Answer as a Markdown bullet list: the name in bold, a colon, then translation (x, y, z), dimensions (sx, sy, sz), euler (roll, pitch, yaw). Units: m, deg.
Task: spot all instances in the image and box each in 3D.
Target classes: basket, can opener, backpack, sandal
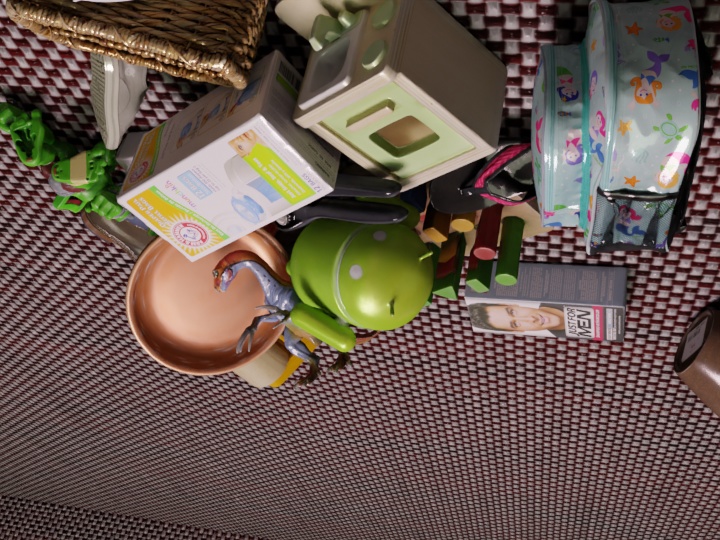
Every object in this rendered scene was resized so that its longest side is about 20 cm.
- **basket**: translation (-0.193, -0.217, 0.825), dimensions (0.199, 0.150, 0.143), euler (14, 151, -4)
- **can opener**: translation (-0.032, -0.077, 0.942), dimensions (0.200, 0.079, 0.064), euler (4, 131, 48)
- **backpack**: translation (0.222, -0.130, 0.786), dimensions (0.150, 0.178, 0.200), euler (4, 147, 5)
- **sandal**: translation (0.164, -0.101, 0.938), dimensions (0.199, 0.045, 0.075), euler (-13, 121, 13)

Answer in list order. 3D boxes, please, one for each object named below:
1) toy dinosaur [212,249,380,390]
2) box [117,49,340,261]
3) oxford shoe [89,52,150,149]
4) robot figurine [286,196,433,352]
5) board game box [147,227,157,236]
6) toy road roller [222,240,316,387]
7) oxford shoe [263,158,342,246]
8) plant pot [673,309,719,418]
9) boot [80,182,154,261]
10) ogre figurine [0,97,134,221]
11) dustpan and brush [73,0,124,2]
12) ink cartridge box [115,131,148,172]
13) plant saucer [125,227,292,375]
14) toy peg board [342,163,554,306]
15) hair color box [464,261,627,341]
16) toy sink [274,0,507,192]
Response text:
- **toy dinosaur**: translation (-0.090, 0.047, 1.080), dimensions (0.105, 0.200, 0.182), euler (-23, 98, 30)
- **box**: translation (-0.128, -0.109, 0.920), dimensions (0.199, 0.102, 0.112), euler (-23, 130, 30)
- **oxford shoe**: translation (-0.257, -0.191, 0.989), dimensions (0.058, 0.075, 0.200), euler (-19, 165, -24)
- **robot figurine**: translation (0.000, 0.000, 0.998), dimensions (0.116, 0.176, 0.200), euler (37, 168, -31)
- **board game box**: translation (-0.164, -0.104, 1.058), dimensions (0.101, 0.048, 0.200), euler (14, 140, -25)
- **toy road roller**: translation (-0.121, 0.039, 1.224), dimensions (0.146, 0.200, 0.123), euler (36, 173, 47)
- **oxford shoe**: translation (-0.075, -0.085, 1.098), dimensions (0.072, 0.071, 0.200), euler (-2, 155, -42)
- **plant pot**: translation (0.511, 0.135, 1.169), dimensions (0.199, 0.187, 0.187), euler (27, 151, 3)
- **boot**: translation (-0.271, -0.049, 1.234), dimensions (0.199, 0.075, 0.097), euler (28, 151, -22)
- **ogre figurine**: translation (-0.342, -0.120, 1.096), dimensions (0.199, 0.099, 0.120), euler (19, 172, 11)
- **dustpan and brush**: translation (-0.139, -0.284, 0.747), dimensions (0.199, 0.140, 0.057), euler (-3, 171, -28)
- **ink cartridge box**: translation (-0.169, -0.107, 1.117), dimensions (0.199, 0.057, 0.163), euler (4, 151, 24)
- **plant saucer**: translation (-0.176, 0.026, 1.082), dimensions (0.200, 0.201, 0.037), euler (29, -172, -28)
- **toy peg board**: translation (0.086, -0.047, 1.069), dimensions (0.200, 0.098, 0.199), euler (-17, 140, 42)
- **hair color box**: translation (0.242, 0.040, 1.199), dimensions (0.199, 0.061, 0.099), euler (4, 150, 18)
- **toy sink**: translation (0.020, -0.177, 0.848), dimensions (0.200, 0.112, 0.130), euler (33, 145, -33)
